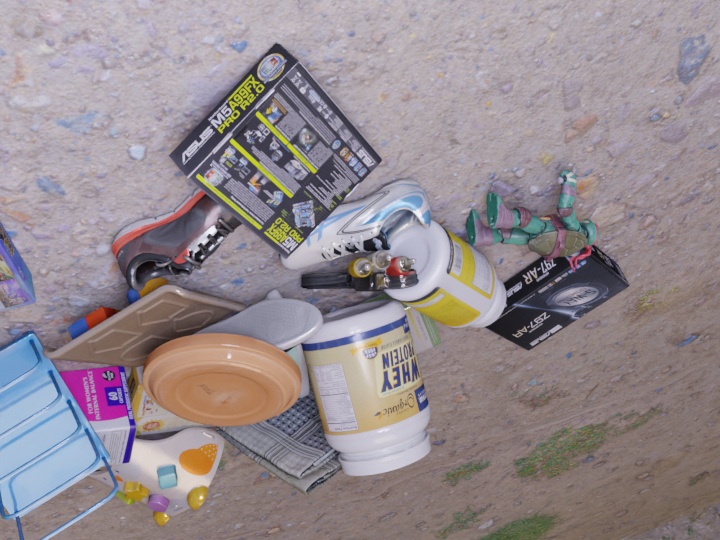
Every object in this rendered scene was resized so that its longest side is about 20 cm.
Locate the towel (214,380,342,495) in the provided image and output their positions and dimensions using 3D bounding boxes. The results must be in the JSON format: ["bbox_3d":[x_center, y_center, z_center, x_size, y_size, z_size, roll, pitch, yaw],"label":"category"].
[{"bbox_3d":[-0.076,0.217,1.385,0.192,0.199,0.035,-28,131,-40],"label":"towel"}]

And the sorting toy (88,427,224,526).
[{"bbox_3d":[-0.336,0.298,1.468,0.179,0.107,0.200,27,138,-31],"label":"sorting toy"}]

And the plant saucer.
[{"bbox_3d":[-0.173,0.145,1.224,0.198,0.033,0.201,-1,143,0],"label":"plant saucer"}]

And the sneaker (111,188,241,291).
[{"bbox_3d":[-0.183,-0.033,1.108,0.199,0.082,0.077,-27,147,8],"label":"sneaker"}]

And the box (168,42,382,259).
[{"bbox_3d":[-0.083,-0.119,1.034,0.160,0.044,0.200,-45,144,3],"label":"box"}]

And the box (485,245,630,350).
[{"bbox_3d":[0.296,0.037,1.515,0.199,0.044,0.160,-36,144,20],"label":"box"}]

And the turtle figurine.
[{"bbox_3d":[0.250,-0.064,1.303,0.198,0.101,0.150,0,142,-20],"label":"turtle figurine"}]

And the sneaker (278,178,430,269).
[{"bbox_3d":[-0.008,-0.046,1.200,0.199,0.073,0.072,-24,149,7],"label":"sneaker"}]

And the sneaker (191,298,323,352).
[{"bbox_3d":[-0.124,0.099,1.250,0.199,0.071,0.099,-19,145,17],"label":"sneaker"}]

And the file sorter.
[{"bbox_3d":[-0.396,0.205,1.165,0.138,0.123,0.201,-31,113,-15],"label":"file sorter"}]

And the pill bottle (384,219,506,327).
[{"bbox_3d":[0.116,0.012,1.315,0.112,0.113,0.200,-35,144,20],"label":"pill bottle"}]

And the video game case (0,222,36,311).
[{"bbox_3d":[-0.460,-0.010,1.020,0.180,0.046,0.201,-15,147,-7],"label":"video game case"}]

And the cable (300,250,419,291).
[{"bbox_3d":[0.000,0.000,1.234,0.096,0.051,0.200,-4,-178,-30],"label":"cable"}]

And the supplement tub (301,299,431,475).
[{"bbox_3d":[0.010,0.150,1.272,0.143,0.202,0.144,-15,-176,1],"label":"supplement tub"}]

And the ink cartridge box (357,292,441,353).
[{"bbox_3d":[0.011,0.099,1.443,0.199,0.048,0.146,-25,148,0],"label":"ink cartridge box"}]

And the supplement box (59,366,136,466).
[{"bbox_3d":[-0.410,0.204,1.303,0.199,0.102,0.104,-5,143,-24],"label":"supplement box"}]

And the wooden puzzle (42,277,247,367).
[{"bbox_3d":[-0.263,0.062,1.206,0.199,0.047,0.185,-25,164,14],"label":"wooden puzzle"}]

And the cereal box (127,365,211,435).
[{"bbox_3d":[-0.243,0.182,1.423,0.199,0.040,0.144,-2,143,-28],"label":"cereal box"}]

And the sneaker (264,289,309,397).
[{"bbox_3d":[-0.136,0.121,1.332,0.117,0.074,0.201,-20,134,-17],"label":"sneaker"}]
